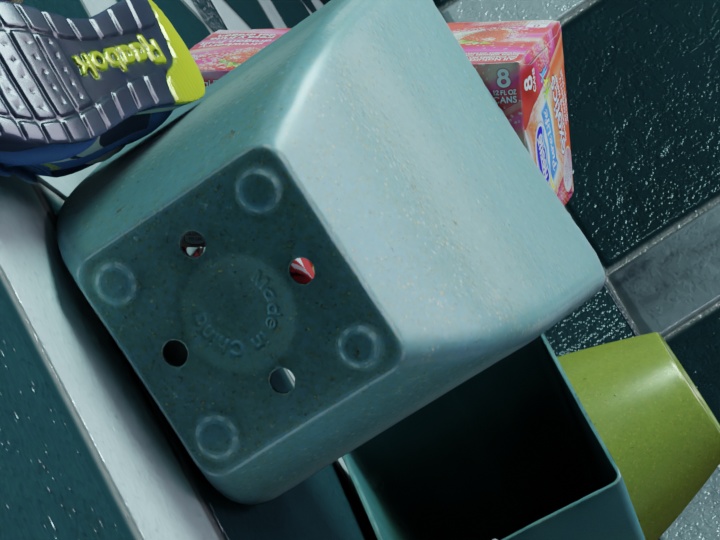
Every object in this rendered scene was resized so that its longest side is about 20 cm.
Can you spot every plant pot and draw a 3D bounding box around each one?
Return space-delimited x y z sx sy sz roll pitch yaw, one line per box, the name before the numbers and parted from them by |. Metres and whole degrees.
plant pot | 0.099 0.169 1.519 0.200 0.141 0.142 61 2 -44
plant pot | -0.028 -0.003 1.180 0.197 0.195 0.200 56 19 -3
plant pot | 0.143 0.135 1.692 0.188 0.200 0.187 56 6 -9

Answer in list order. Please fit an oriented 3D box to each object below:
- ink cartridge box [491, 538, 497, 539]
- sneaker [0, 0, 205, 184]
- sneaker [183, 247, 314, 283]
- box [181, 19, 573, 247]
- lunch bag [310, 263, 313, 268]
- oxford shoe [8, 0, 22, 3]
ink cartridge box | 0.071 0.233 1.194 0.146 0.087 0.200 57 8 -7
sneaker | -0.149 -0.074 1.128 0.200 0.082 0.074 -11 73 -62
sneaker | -0.063 -0.005 1.405 0.113 0.071 0.200 61 -1 -3
box | 0.004 -0.072 1.318 0.095 0.199 0.100 -45 133 -64
lunch bag | 0.031 -0.011 1.662 0.082 0.176 0.200 49 10 -53
oxford shoe | -0.229 -0.195 1.201 0.200 0.070 0.075 57 -20 12
